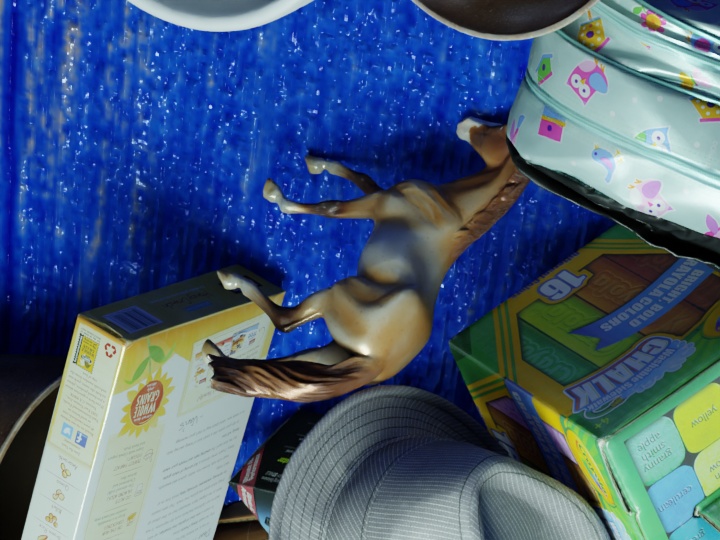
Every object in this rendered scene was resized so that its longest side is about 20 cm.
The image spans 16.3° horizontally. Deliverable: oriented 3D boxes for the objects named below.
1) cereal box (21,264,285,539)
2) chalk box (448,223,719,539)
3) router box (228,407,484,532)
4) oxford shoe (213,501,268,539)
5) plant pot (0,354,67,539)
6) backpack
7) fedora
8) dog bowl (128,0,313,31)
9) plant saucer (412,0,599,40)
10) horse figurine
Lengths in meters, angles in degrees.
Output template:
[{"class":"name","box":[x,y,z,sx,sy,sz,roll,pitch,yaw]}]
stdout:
[{"class":"cereal box","box":[-0.117,0.104,1.340,0.039,0.144,0.201,28,113,25]},{"class":"chalk box","box":[0.155,0.077,1.204,0.200,0.125,0.124,30,150,60]},{"class":"router box","box":[0.033,0.156,1.346,0.150,0.062,0.200,53,158,-20]},{"class":"oxford shoe","box":[-0.110,0.186,1.477,0.199,0.071,0.071,-19,118,32]},{"class":"plant pot","box":[-0.236,0.124,1.426,0.199,0.187,0.188,11,129,30]},{"class":"backpack","box":[0.170,-0.068,1.151,0.199,0.167,0.127,21,105,6]},{"class":"fedora","box":[0.058,0.146,1.169,0.090,0.177,0.201,-14,108,45]},{"class":"dog bowl","box":[-0.059,-0.213,1.123,0.199,0.079,0.201,17,120,31]},{"class":"plant saucer","box":[0.067,-0.202,1.104,0.200,0.034,0.201,14,109,45]},{"class":"horse figurine","box":[0.000,0.000,1.238,0.132,0.200,0.050,11,141,24]}]
